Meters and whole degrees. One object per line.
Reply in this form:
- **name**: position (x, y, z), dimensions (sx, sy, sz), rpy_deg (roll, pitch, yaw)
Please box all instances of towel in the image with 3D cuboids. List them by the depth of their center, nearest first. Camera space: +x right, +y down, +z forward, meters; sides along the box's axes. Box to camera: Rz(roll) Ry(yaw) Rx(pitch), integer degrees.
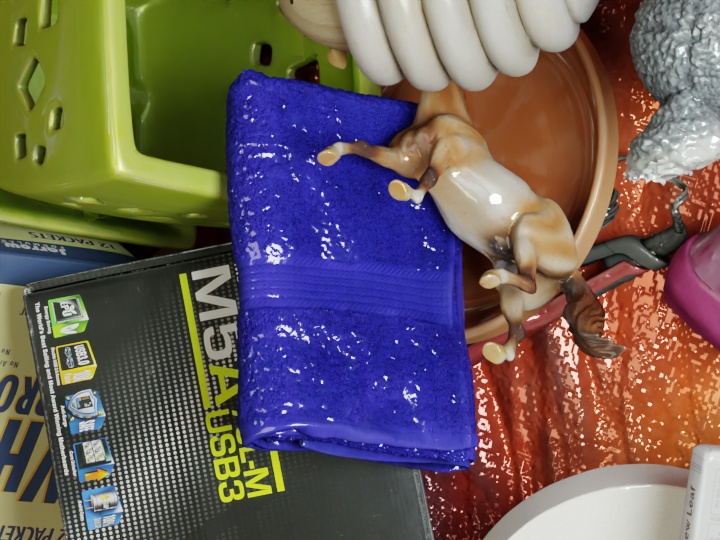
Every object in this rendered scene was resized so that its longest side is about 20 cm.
- **towel**: position (0.000, 0.000, 1.518), dimensions (0.049, 0.147, 0.201), rpy_deg (-24, 65, 48)

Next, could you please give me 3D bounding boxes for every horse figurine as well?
- **horse figurine**: position (0.062, -0.029, 1.500), dimensions (0.200, 0.132, 0.050), rpy_deg (47, 120, 4)

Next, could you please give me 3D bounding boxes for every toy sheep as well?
- **toy sheep**: position (0.053, -0.155, 1.464), dimensions (0.199, 0.138, 0.139), rpy_deg (-13, 88, 16)

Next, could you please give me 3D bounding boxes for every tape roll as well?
- **tape roll**: position (0.144, 0.200, 1.531), dimensions (0.201, 0.037, 0.204), rpy_deg (0, 106, -1)

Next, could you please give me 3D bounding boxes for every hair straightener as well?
- **hair straightener**: position (0.096, -0.009, 1.595), dimensions (0.200, 0.041, 0.077), rpy_deg (-30, 79, 35)

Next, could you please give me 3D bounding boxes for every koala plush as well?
- **koala plush**: position (0.195, -0.111, 1.437), dimensions (0.183, 0.200, 0.178), rpy_deg (19, 104, 28)

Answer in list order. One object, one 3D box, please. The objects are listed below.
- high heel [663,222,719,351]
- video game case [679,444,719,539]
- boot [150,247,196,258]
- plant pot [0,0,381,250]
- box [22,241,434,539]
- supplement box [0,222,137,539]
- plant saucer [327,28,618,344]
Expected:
- **high heel**: position (0.241, 0.055, 1.523), dimensions (0.200, 0.067, 0.096), rpy_deg (52, 151, 9)
- **video game case**: position (0.245, 0.181, 1.457), dimensions (0.022, 0.199, 0.183), rpy_deg (-149, 65, -70)
- **boot**: position (-0.135, 0.072, 1.741), dimensions (0.200, 0.073, 0.076), rpy_deg (-54, 42, 25)
- **plant pot**: position (-0.118, -0.116, 1.610), dimensions (0.181, 0.199, 0.200), rpy_deg (-15, 73, 45)
- **box**: position (-0.068, 0.087, 1.562), dimensions (0.192, 0.048, 0.201), rpy_deg (-11, 79, 1)
- **supplement box**: position (-0.237, 0.054, 1.700), dimensions (0.200, 0.134, 0.201), rpy_deg (37, 116, 58)
- **plant saucer**: position (0.056, -0.058, 1.601), dimensions (0.199, 0.032, 0.202), rpy_deg (-9, 75, 35)
